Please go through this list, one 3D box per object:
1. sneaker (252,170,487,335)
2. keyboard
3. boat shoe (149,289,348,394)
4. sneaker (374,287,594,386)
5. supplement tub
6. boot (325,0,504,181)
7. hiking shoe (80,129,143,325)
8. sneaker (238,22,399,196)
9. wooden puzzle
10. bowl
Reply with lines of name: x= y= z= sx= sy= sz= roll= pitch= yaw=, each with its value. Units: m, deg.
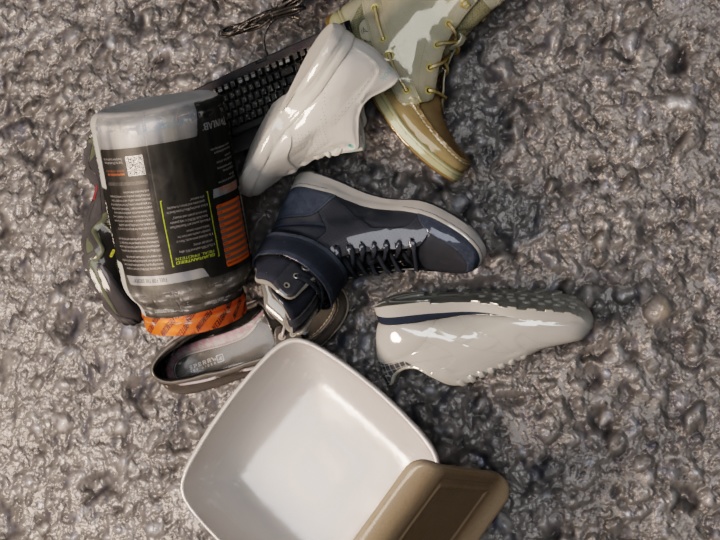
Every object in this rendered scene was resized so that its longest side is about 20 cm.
sneaker: x=0.000 y=0.001 z=1.147 sx=0.200 sy=0.077 sz=0.147 roll=15 pitch=55 yaw=22
keyboard: x=-0.089 y=-0.189 z=1.211 sx=0.198 sy=0.021 sz=0.129 roll=-18 pitch=81 yaw=32
boat shoe: x=-0.105 y=0.066 z=1.207 sx=0.198 sy=0.057 sz=0.068 roll=-24 pitch=80 yaw=12
sneaker: x=0.110 y=0.060 z=1.154 sx=0.197 sy=0.076 sz=0.082 roll=-2 pitch=97 yaw=18
supplement tub: x=-0.164 y=-0.052 z=1.155 sx=0.121 sy=0.123 sz=0.203 roll=-5 pitch=104 yaw=14
boot: x=0.076 y=-0.198 z=1.172 sx=0.154 sy=0.072 sz=0.201 roll=-37 pitch=74 yaw=13
hiking shoe: x=-0.209 y=-0.050 z=1.234 sx=0.099 sy=0.076 sz=0.203 roll=-7 pitch=83 yaw=17
sneaker: x=-0.040 y=-0.123 z=1.154 sx=0.088 sy=0.076 sz=0.200 roll=28 pitch=132 yaw=-16
wooden puzzle: x=0.035 y=0.238 z=1.090 sx=0.037 sy=0.200 sz=0.186 roll=37 pitch=95 yaw=28
bowl: x=-0.040 y=0.183 z=1.173 sx=0.199 sy=0.075 sz=0.201 roll=39 pitch=96 yaw=14
